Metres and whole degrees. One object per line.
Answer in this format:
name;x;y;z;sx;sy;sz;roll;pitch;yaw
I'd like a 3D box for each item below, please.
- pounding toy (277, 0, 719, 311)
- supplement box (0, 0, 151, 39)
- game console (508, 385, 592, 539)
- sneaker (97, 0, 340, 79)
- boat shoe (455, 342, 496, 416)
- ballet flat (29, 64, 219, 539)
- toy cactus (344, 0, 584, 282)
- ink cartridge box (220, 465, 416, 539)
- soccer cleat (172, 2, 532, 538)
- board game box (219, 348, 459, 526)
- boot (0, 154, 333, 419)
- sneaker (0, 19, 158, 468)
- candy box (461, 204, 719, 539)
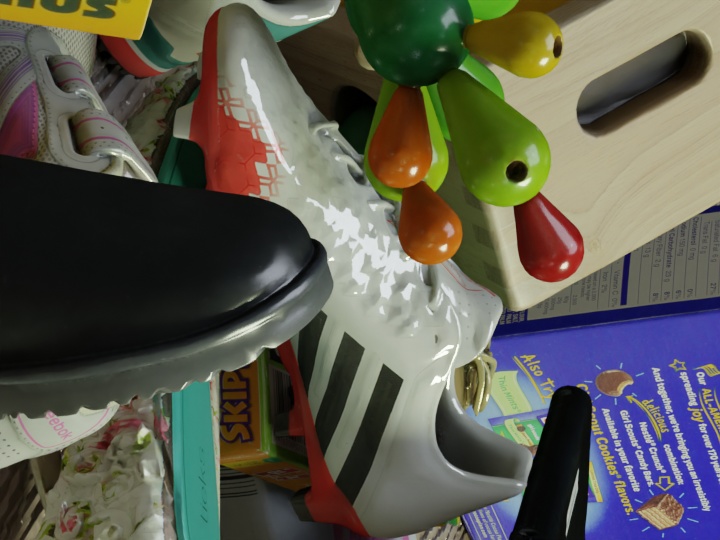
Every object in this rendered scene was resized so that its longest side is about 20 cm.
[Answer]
pounding toy;0.053;-0.085;1.108;0.184;0.200;0.143;28;-39;54
supplement box;-0.098;-0.182;0.807;0.110;0.108;0.201;115;-19;-61
game console;0.058;0.150;1.021;0.200;0.031;0.178;-61;153;-74
sneaker;-0.068;-0.139;0.965;0.200;0.093;0.071;58;30;-53
boat shoe;0.037;0.007;1.250;0.201;0.063;0.073;-87;164;-47
ballet flat;-0.077;0.020;0.928;0.076;0.064;0.201;61;26;-53
toy cactus;0.010;-0.098;0.865;0.165;0.102;0.200;52;18;-38
ink cartridge box;-0.019;0.069;1.126;0.200;0.043;0.197;-59;138;-60
soccer cleat;0.000;0.000;0.936;0.069;0.085;0.201;-71;148;-59
board game box;-0.007;0.038;1.066;0.200;0.030;0.096;27;57;-63
boot;-0.108;-0.063;0.711;0.066;0.164;0.201;-82;159;-66
sneaker;-0.094;-0.018;0.850;0.081;0.088;0.201;60;29;-50
candy box;0.134;0.055;1.338;0.169;0.199;0.077;66;25;-43
